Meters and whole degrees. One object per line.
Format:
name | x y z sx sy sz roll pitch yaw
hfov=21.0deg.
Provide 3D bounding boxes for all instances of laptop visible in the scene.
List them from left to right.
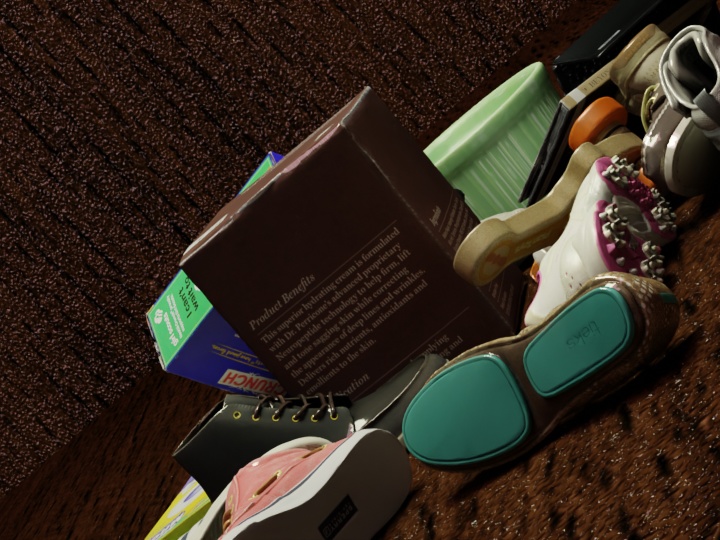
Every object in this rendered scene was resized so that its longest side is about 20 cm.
laptop | 0.266 -0.199 1.701 0.177 0.200 0.103 -41 47 -8

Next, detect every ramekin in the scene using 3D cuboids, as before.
ramekin | 0.123 -0.094 1.827 0.200 0.098 0.200 -41 7 6

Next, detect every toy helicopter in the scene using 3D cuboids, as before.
toy helicopter | 0.133 -0.030 1.364 0.199 0.079 0.133 -25 -32 -41

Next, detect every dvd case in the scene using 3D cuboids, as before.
dvd case | 0.220 -0.148 1.662 0.200 0.016 0.149 -39 -17 -28

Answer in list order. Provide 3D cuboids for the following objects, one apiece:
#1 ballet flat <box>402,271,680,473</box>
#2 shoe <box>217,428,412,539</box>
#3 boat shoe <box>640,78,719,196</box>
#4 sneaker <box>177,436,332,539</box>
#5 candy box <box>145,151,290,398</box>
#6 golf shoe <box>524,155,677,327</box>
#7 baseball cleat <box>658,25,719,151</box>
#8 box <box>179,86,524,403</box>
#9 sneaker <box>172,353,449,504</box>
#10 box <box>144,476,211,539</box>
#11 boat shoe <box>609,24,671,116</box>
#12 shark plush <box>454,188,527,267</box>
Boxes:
ballet flat | 0.106 0.061 1.100 0.065 0.071 0.199 -8 -17 -45
shoe | -0.056 0.167 1.187 0.091 0.072 0.200 -17 16 44
boat shoe | 0.228 -0.109 1.336 0.059 0.072 0.200 14 33 24
sneaker | -0.091 0.187 1.297 0.200 0.075 0.084 -43 11 -16
candy box | -0.057 0.017 1.655 0.200 0.168 0.077 -51 39 25
golf shoe | 0.149 -0.013 1.242 0.092 0.075 0.200 -44 2 23
baseball cleat | 0.243 -0.120 1.234 0.070 0.106 0.200 -44 3 18
box | 0.000 0.000 1.463 0.165 0.200 0.164 -38 7 16
sneaker | -0.033 0.105 1.361 0.200 0.106 0.075 -41 6 4
box | -0.116 0.193 1.554 0.117 0.048 0.200 -39 8 23
boat shoe | 0.250 -0.147 1.590 0.071 0.064 0.200 -49 -13 10
shark plush | 0.067 0.016 1.589 0.199 0.091 0.083 -38 35 -16
